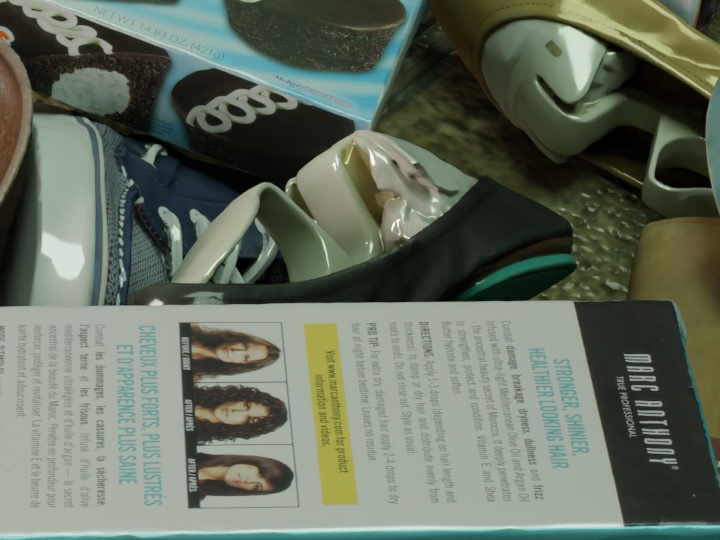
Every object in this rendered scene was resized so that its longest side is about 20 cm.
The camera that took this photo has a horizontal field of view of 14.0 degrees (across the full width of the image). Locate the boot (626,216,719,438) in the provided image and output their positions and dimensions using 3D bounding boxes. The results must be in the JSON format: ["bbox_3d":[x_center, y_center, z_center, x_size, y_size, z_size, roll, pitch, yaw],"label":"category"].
[{"bbox_3d":[0.078,0.048,0.875,0.175,0.066,0.200,28,37,-5],"label":"boot"}]

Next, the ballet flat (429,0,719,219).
[{"bbox_3d":[0.099,-0.054,1.008,0.199,0.069,0.063,28,46,16],"label":"ballet flat"}]

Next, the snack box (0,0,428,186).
[{"bbox_3d":[-0.080,-0.099,0.896,0.199,0.037,0.116,20,39,1],"label":"snack box"}]

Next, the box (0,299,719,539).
[{"bbox_3d":[-0.022,0.050,0.658,0.199,0.049,0.082,0,37,-5],"label":"box"}]

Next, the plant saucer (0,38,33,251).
[{"bbox_3d":[-0.170,0.006,0.789,0.200,0.037,0.201,-19,34,13],"label":"plant saucer"}]

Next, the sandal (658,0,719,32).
[{"bbox_3d":[0.106,-0.142,1.113,0.059,0.079,0.207,9,31,-21],"label":"sandal"}]

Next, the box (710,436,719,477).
[{"bbox_3d":[0.063,0.124,0.679,0.100,0.075,0.200,11,36,-5],"label":"box"}]

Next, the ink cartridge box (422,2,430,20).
[{"bbox_3d":[-0.080,-0.153,1.051,0.199,0.083,0.147,-7,43,-27],"label":"ink cartridge box"}]

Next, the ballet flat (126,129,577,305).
[{"bbox_3d":[0.000,0.000,0.807,0.069,0.068,0.200,59,31,0],"label":"ballet flat"}]

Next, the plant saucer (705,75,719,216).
[{"bbox_3d":[0.195,-0.001,0.944,0.200,0.027,0.201,26,40,-25],"label":"plant saucer"}]

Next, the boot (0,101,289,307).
[{"bbox_3d":[-0.058,-0.005,0.839,0.090,0.073,0.200,13,14,-10],"label":"boot"}]
